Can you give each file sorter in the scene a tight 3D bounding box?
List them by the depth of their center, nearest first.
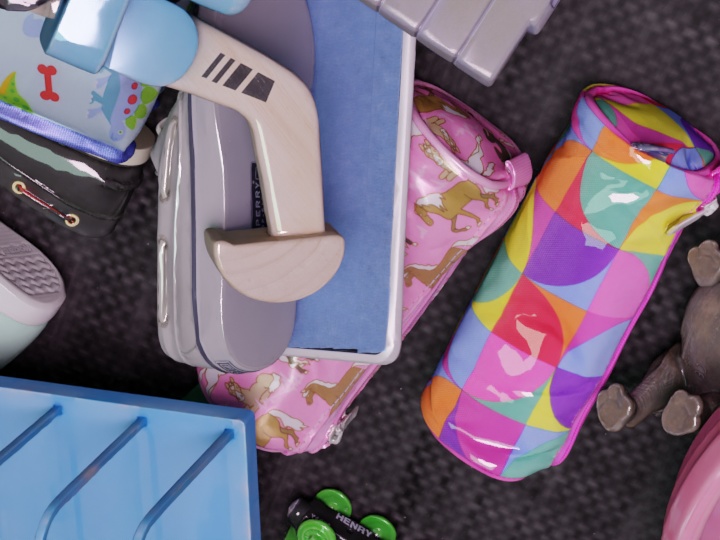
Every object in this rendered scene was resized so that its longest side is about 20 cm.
[{"bbox_3d":[-0.160,0.142,0.821,0.198,0.123,0.140,6,113,19],"label":"file sorter"}]

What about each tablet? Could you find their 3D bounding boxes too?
[{"bbox_3d":[-0.028,-0.059,0.836,0.129,0.014,0.202,3,89,36],"label":"tablet"}]

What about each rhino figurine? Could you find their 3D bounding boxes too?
[{"bbox_3d":[0.197,0.004,0.827,0.060,0.087,0.201,45,117,30],"label":"rhino figurine"}]

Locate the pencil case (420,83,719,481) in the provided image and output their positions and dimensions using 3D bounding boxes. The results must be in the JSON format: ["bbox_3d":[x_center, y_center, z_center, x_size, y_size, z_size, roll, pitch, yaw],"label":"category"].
[{"bbox_3d":[0.103,0.007,0.847,0.088,0.088,0.201,28,115,2],"label":"pencil case"}]

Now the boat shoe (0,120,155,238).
[{"bbox_3d":[-0.204,-0.085,0.891,0.200,0.074,0.063,29,113,2],"label":"boat shoe"}]

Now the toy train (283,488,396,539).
[{"bbox_3d":[0.042,0.188,0.950,0.199,0.042,0.057,30,123,1],"label":"toy train"}]

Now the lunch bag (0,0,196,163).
[{"bbox_3d":[-0.167,-0.173,0.823,0.198,0.128,0.171,21,111,-7],"label":"lunch bag"}]

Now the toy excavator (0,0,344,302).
[{"bbox_3d":[-0.074,-0.104,0.721,0.198,0.100,0.196,20,97,-15],"label":"toy excavator"}]

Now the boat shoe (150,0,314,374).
[{"bbox_3d":[-0.066,-0.054,0.817,0.065,0.072,0.202,1,92,39],"label":"boat shoe"}]

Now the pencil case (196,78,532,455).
[{"bbox_3d":[0.000,0.000,0.870,0.086,0.083,0.201,28,114,-20],"label":"pencil case"}]

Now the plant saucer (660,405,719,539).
[{"bbox_3d":[0.227,0.103,0.828,0.198,0.051,0.202,-13,129,-16],"label":"plant saucer"}]

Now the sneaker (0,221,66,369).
[{"bbox_3d":[-0.267,-0.010,0.933,0.200,0.074,0.118,42,116,-2],"label":"sneaker"}]

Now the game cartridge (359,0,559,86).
[{"bbox_3d":[0.063,-0.199,0.779,0.129,0.038,0.201,33,91,-5],"label":"game cartridge"}]

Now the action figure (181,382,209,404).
[{"bbox_3d":[-0.132,0.140,0.950,0.055,0.119,0.200,42,122,-17],"label":"action figure"}]
